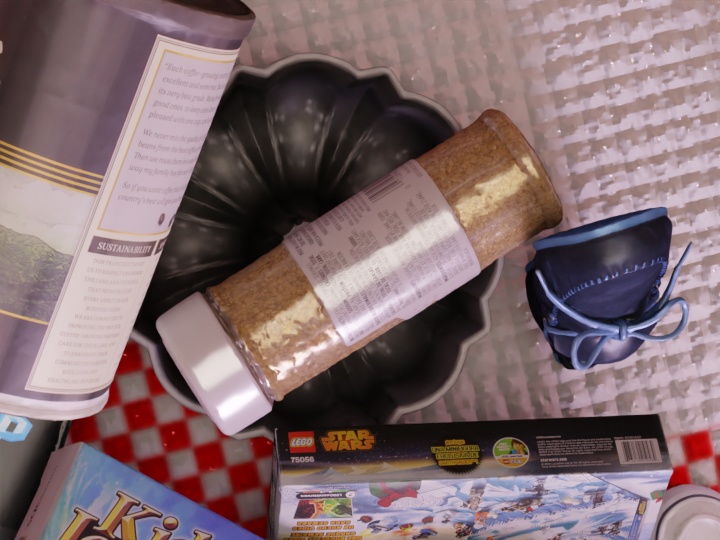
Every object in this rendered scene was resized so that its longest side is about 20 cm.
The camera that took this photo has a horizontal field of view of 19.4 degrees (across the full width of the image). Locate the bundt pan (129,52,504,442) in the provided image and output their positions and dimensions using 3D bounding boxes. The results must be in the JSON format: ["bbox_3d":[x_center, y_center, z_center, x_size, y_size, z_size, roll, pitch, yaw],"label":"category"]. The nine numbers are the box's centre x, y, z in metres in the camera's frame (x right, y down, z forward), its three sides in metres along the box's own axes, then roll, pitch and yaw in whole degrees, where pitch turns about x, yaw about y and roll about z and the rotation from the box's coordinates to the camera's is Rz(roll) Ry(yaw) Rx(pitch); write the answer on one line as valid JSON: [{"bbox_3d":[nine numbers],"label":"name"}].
[{"bbox_3d":[-0.030,-0.012,1.091,0.201,0.076,0.203,-1,95,-8],"label":"bundt pan"}]

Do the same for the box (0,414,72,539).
[{"bbox_3d":[-0.248,0.065,1.080,0.199,0.046,0.160,19,89,-9],"label":"box"}]

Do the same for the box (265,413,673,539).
[{"bbox_3d":[0.051,0.132,1.092,0.199,0.040,0.137,-1,139,-8],"label":"box"}]

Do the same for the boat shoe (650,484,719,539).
[{"bbox_3d":[0.220,0.210,1.148,0.072,0.066,0.201,-25,97,-6],"label":"boat shoe"}]

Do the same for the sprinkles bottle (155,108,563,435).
[{"bbox_3d":[0.000,0.000,1.023,0.200,0.068,0.068,-32,98,-4],"label":"sprinkles bottle"}]

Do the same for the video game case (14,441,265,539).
[{"bbox_3d":[-0.091,0.208,1.005,0.199,0.045,0.182,30,64,-19],"label":"video game case"}]

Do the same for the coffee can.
[{"bbox_3d":[-0.151,-0.052,0.973,0.146,0.146,0.201,20,102,-9],"label":"coffee can"}]

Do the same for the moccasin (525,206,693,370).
[{"bbox_3d":[0.126,0.013,1.049,0.080,0.200,0.069,-13,83,2],"label":"moccasin"}]
